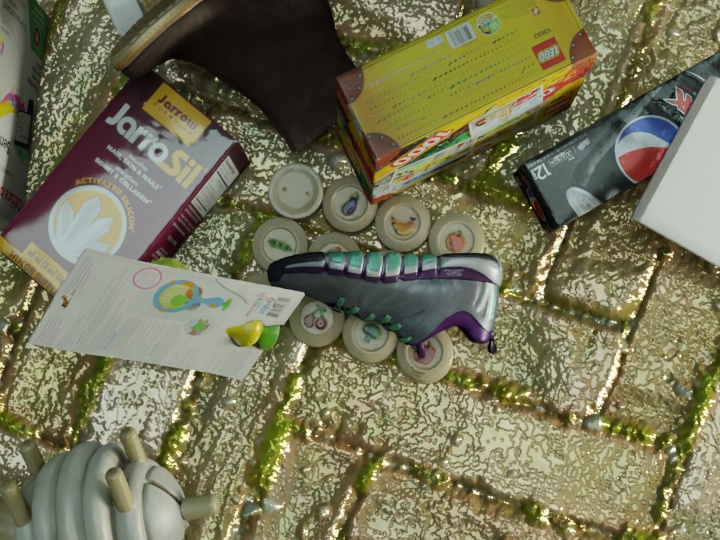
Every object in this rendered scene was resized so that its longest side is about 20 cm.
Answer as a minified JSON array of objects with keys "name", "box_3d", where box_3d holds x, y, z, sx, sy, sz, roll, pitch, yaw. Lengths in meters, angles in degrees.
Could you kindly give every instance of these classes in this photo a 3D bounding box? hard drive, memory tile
[{"name":"hard drive","box_3d":[0.341,-0.055,1.216,0.199,0.025,0.133,27,95,-13]},{"name":"memory tile","box_3d":[0.000,0.000,1.268,0.198,0.017,0.155,17,83,5]}]

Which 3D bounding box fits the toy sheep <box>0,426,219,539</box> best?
[{"name":"toy sheep","box_3d":[-0.212,0.200,1.194,0.198,0.138,0.140,-6,82,15]}]

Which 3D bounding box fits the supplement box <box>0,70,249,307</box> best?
[{"name":"supplement box","box_3d":[-0.201,-0.059,1.249,0.110,0.086,0.201,38,85,7]}]

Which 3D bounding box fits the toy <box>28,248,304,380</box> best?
[{"name":"toy","box_3d":[-0.158,0.027,1.194,0.198,0.115,0.047,15,40,-31]}]

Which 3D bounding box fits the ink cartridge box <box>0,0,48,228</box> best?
[{"name":"ink cartridge box","box_3d":[-0.331,-0.144,1.235,0.083,0.145,0.202,5,83,3]}]

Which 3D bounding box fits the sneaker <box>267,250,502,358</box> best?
[{"name":"sneaker","box_3d":[0.020,0.029,1.221,0.198,0.074,0.089,1,87,1]}]

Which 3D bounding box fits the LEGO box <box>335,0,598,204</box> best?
[{"name":"LEGO box","box_3d":[0.082,-0.146,1.210,0.198,0.149,0.078,-26,81,-5]}]

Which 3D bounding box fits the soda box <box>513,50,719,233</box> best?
[{"name":"soda box","box_3d":[0.232,-0.108,1.244,0.199,0.071,0.064,-30,87,-2]}]

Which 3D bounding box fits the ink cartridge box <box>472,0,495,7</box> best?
[{"name":"ink cartridge box","box_3d":[0.149,-0.331,1.212,0.145,0.200,0.148,-14,81,0]}]

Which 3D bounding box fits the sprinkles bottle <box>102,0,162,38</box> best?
[{"name":"sprinkles bottle","box_3d":[-0.130,-0.268,1.282,0.198,0.068,0.069,-25,82,-1]}]

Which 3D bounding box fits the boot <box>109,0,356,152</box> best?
[{"name":"boot","box_3d":[-0.094,-0.169,1.222,0.200,0.072,0.167,-39,109,-25]}]
